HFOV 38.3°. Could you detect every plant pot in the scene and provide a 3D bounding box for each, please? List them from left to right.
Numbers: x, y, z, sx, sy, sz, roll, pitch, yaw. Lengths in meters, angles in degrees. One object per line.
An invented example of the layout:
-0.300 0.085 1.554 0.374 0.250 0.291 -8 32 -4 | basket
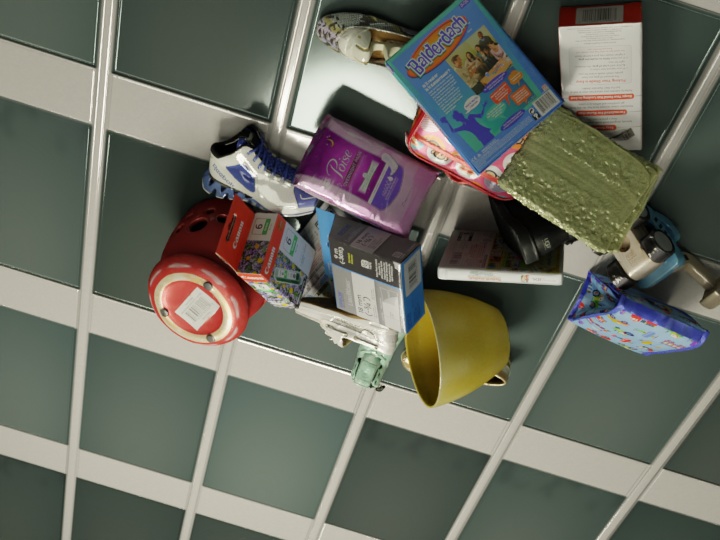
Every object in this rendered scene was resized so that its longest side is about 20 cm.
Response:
-0.245 0.007 1.721 0.199 0.183 0.201 11 127 15 | plant pot
0.169 0.121 1.752 0.141 0.201 0.201 -8 134 -13 | plant pot

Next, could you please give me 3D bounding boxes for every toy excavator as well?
0.471 -0.023 1.598 0.100 0.199 0.195 -46 65 40 | toy excavator

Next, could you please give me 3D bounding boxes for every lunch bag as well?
0.173 -0.195 1.529 0.199 0.082 0.176 26 136 -8 | lunch bag
0.435 0.076 1.615 0.150 0.200 0.095 24 90 -8 | lunch bag

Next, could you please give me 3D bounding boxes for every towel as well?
0.304 -0.126 1.443 0.199 0.036 0.149 30 93 -3 | towel

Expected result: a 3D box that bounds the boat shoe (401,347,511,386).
0.167 0.173 1.853 0.199 0.076 0.072 0 131 14 | boat shoe

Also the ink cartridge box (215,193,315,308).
-0.147 -0.028 1.642 0.050 0.110 0.200 4 156 27 | ink cartridge box

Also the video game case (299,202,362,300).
-0.037 0.000 1.730 0.182 0.022 0.200 50 130 10 | video game case

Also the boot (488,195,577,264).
0.294 -0.088 1.556 0.167 0.200 0.077 -21 114 -1 | boot

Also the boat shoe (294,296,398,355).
-0.029 0.092 1.695 0.199 0.071 0.070 16 106 30 | boat shoe

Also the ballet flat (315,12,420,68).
0.030 -0.315 1.460 0.199 0.072 0.072 13 133 2 | ballet flat

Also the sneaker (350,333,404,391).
0.031 0.141 1.783 0.073 0.119 0.201 19 156 4 | sneaker

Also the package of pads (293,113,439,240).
0.009 -0.141 1.584 0.199 0.076 0.121 26 88 -11 | package of pads

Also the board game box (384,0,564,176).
0.153 -0.253 1.405 0.152 0.045 0.200 -39 89 4 | board game box

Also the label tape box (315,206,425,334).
0.000 0.000 1.622 0.199 0.063 0.145 20 136 29 | label tape box

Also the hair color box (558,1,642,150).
0.334 -0.264 1.435 0.110 0.064 0.201 0 130 15 | hair color box

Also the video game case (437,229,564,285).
0.220 -0.022 1.590 0.181 0.200 0.023 3 108 11 | video game case

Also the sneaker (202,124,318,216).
-0.155 -0.161 1.633 0.198 0.081 0.116 12 135 5 | sneaker
